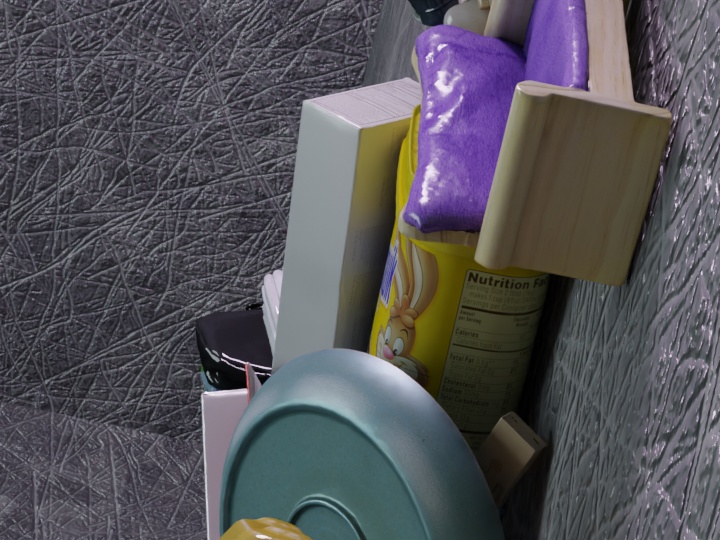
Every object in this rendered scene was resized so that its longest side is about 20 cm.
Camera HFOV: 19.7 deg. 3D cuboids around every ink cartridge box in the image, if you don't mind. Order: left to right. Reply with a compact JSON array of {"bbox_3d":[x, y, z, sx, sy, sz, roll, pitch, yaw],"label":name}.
[{"bbox_3d":[-0.067,0.167,1.204,0.176,0.044,0.201,68,-162,-75],"label":"ink cartridge box"}]

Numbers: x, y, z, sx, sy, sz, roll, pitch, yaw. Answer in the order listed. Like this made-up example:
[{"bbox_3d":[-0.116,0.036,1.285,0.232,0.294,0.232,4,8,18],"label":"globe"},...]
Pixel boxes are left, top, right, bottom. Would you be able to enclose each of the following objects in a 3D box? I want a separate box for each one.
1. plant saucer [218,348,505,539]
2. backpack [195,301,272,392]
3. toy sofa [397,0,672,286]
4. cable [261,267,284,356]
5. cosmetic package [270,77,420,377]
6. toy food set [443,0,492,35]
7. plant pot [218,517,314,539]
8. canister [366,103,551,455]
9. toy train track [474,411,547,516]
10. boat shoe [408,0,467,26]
[{"bbox_3d":[-0.008,0.139,0.995,0.200,0.027,0.201,14,109,46],"label":"plant saucer"},{"bbox_3d":[-0.039,0.138,1.527,0.154,0.162,0.201,-106,18,-50],"label":"backpack"},{"bbox_3d":[0.075,-0.084,0.908,0.200,0.097,0.083,-83,6,-59],"label":"toy sofa"},{"bbox_3d":[-0.016,0.087,1.356,0.200,0.069,0.201,167,88,-87],"label":"cable"},{"bbox_3d":[0.000,0.000,1.142,0.051,0.082,0.201,29,121,39],"label":"cosmetic package"},{"bbox_3d":[0.054,-0.196,1.179,0.143,0.060,0.201,-2,-97,-75],"label":"toy food set"},{"bbox_3d":[-0.020,0.207,0.806,0.196,0.193,0.201,134,154,-83],"label":"plant pot"},{"bbox_3d":[0.046,0.033,1.065,0.149,0.086,0.201,-85,7,-67],"label":"canister"},{"bbox_3d":[0.039,0.143,1.008,0.032,0.115,0.200,-21,-32,-49],"label":"toy train track"},{"bbox_3d":[0.069,-0.250,1.722,0.061,0.075,0.200,64,-156,-14],"label":"boat shoe"}]
